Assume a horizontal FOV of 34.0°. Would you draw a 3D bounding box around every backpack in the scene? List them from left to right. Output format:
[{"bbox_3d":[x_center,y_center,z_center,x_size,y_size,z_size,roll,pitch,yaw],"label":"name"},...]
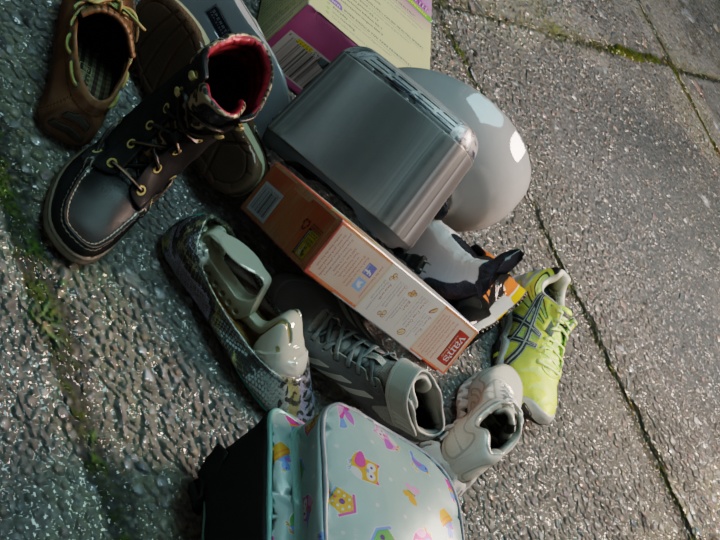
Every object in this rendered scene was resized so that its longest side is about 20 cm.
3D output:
[{"bbox_3d":[-0.007,0.204,0.845,0.200,0.153,0.177,37,32,-36],"label":"backpack"}]

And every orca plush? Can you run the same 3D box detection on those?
[{"bbox_3d":[0.096,-0.012,1.154,0.071,0.199,0.106,18,80,-32],"label":"orca plush"}]

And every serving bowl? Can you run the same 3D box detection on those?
[{"bbox_3d":[0.069,-0.107,1.192,0.200,0.199,0.066,43,58,-18],"label":"serving bowl"}]

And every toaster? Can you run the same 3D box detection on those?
[{"bbox_3d":[0.019,-0.108,1.069,0.200,0.129,0.114,40,3,12],"label":"toaster"}]

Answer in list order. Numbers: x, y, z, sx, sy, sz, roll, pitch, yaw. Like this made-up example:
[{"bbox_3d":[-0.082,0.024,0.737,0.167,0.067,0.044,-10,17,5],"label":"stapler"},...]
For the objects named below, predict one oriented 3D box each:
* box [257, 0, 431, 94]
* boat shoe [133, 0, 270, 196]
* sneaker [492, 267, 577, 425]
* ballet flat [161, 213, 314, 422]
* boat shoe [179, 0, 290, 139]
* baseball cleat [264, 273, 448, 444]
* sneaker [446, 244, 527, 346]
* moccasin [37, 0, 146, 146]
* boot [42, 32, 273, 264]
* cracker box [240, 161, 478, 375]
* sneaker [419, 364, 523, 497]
[{"bbox_3d":[-0.015,-0.268,1.289,0.175,0.096,0.201,35,40,-28],"label":"box"},{"bbox_3d":[-0.144,-0.155,1.069,0.204,0.074,0.075,65,16,9],"label":"boat shoe"},{"bbox_3d":[0.194,0.074,1.282,0.075,0.076,0.201,33,41,-32],"label":"sneaker"},{"bbox_3d":[-0.088,0.037,0.966,0.201,0.072,0.072,55,34,-2],"label":"ballet flat"},{"bbox_3d":[-0.123,-0.213,1.138,0.201,0.072,0.066,59,10,-2],"label":"boat shoe"},{"bbox_3d":[0.004,0.072,1.016,0.200,0.106,0.070,44,65,-16],"label":"baseball cleat"},{"bbox_3d":[0.103,0.028,1.221,0.090,0.070,0.200,52,29,5],"label":"sneaker"},{"bbox_3d":[-0.220,-0.196,0.987,0.073,0.078,0.203,37,38,-26],"label":"moccasin"},{"bbox_3d":[-0.154,-0.100,0.917,0.073,0.150,0.200,49,41,-14],"label":"boot"},{"bbox_3d":[0.000,0.000,1.040,0.200,0.058,0.134,37,3,-38],"label":"cracker box"},{"bbox_3d":[0.128,0.145,1.138,0.075,0.081,0.200,51,32,-4],"label":"sneaker"}]
